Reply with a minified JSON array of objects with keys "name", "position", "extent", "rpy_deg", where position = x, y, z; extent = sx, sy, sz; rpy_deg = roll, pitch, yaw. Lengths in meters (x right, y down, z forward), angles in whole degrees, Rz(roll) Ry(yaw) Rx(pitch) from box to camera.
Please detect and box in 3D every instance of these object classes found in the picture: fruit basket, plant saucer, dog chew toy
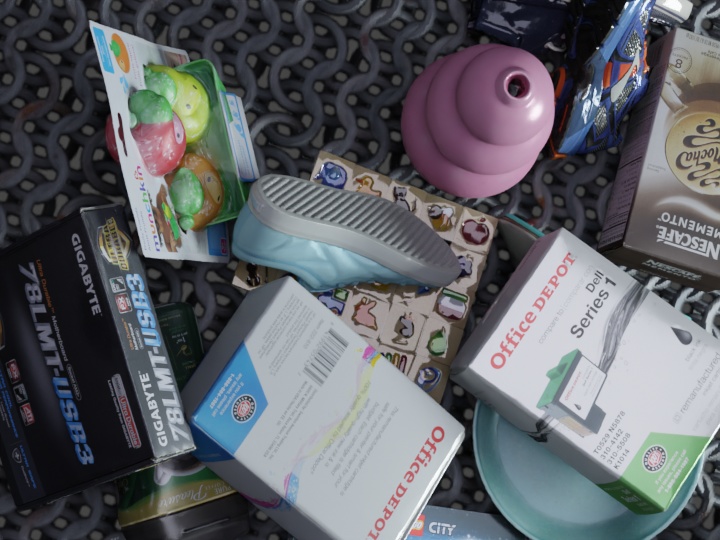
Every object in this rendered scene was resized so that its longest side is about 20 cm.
[{"name":"fruit basket","position":[-0.149,-0.100,1.500],"extent":[0.093,0.200,0.187],"rpy_deg":[-14,84,10]},{"name":"plant saucer","position":[0.189,0.138,1.587],"extent":[0.198,0.036,0.202],"rpy_deg":[1,83,-6]},{"name":"dog chew toy","position":[0.104,-0.130,1.552],"extent":[0.123,0.200,0.126],"rpy_deg":[1,82,-10]}]

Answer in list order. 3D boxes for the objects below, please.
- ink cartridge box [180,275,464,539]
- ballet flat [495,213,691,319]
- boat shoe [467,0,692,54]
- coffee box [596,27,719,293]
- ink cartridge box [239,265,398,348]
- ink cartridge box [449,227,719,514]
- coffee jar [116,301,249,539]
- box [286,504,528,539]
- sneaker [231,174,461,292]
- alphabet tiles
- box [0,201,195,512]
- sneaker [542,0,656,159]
[{"name":"ink cartridge box","position":[-0.036,0.126,1.496],"extent":[0.200,0.085,0.145],"rpy_deg":[41,66,-14]},{"name":"ballet flat","position":[0.192,0.025,1.619],"extent":[0.199,0.067,0.064],"rpy_deg":[30,90,-4]},{"name":"boat shoe","position":[0.186,-0.226,1.654],"extent":[0.199,0.075,0.093],"rpy_deg":[17,98,-9]},{"name":"coffee box","position":[0.289,-0.094,1.642],"extent":[0.112,0.080,0.201],"rpy_deg":[16,80,-9]},{"name":"ink cartridge box","position":[-0.040,0.037,1.588],"extent":[0.119,0.042,0.201],"rpy_deg":[22,81,-7]},{"name":"ink cartridge box","position":[0.194,0.082,1.533],"extent":[0.199,0.084,0.147],"rpy_deg":[35,80,-2]},{"name":"coffee jar","position":[-0.161,0.132,1.526],"extent":[0.104,0.085,0.201],"rpy_deg":[-14,85,-27]},{"name":"box","position":[0.034,0.261,1.572],"extent":[0.198,0.038,0.138],"rpy_deg":[10,81,-9]},{"name":"sneaker","position":[-0.015,-0.016,1.548],"extent":[0.199,0.082,0.074],"rpy_deg":[19,36,-23]},{"name":"alphabet tiles","position":[0.000,0.000,1.578],"extent":[0.199,0.008,0.168],"rpy_deg":[21,79,-8]},{"name":"box","position":[-0.229,0.071,1.472],"extent":[0.049,0.198,0.201],"rpy_deg":[-14,84,-44]},{"name":"sneaker","position":[0.215,-0.185,1.614],"extent":[0.078,0.201,0.076],"rpy_deg":[2,39,-26]}]
